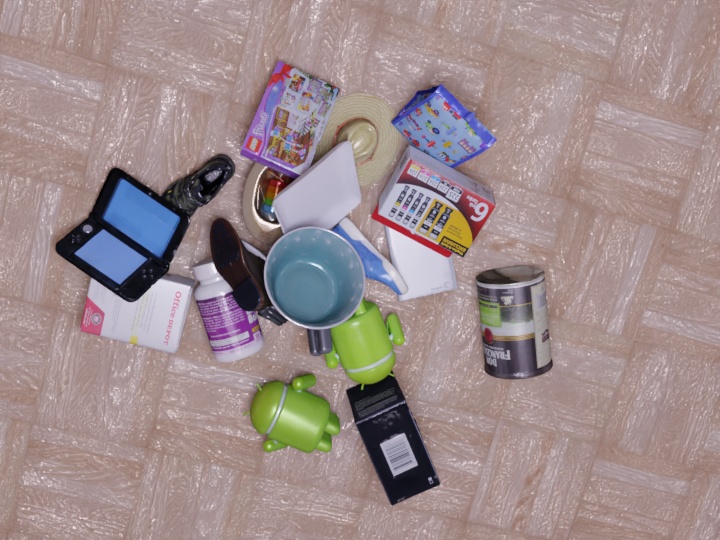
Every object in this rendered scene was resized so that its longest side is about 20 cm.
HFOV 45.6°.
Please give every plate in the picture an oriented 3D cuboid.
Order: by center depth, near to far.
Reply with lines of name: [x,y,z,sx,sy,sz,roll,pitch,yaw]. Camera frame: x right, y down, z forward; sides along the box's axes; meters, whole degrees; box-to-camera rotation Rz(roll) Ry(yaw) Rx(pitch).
plate: [-0.087,-0.140,1.675,0.199,0.201,0.032,-41,62,-16]

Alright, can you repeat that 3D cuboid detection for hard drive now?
hard drive: [0.124,-0.047,1.800,0.129,0.027,0.204,-12,103,-3]

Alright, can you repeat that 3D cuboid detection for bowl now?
bowl: [-0.097,0.028,1.664,0.197,0.105,0.205,5,71,-14]

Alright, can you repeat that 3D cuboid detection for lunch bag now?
lunch bag: [0.168,-0.280,1.658,0.150,0.200,0.094,43,78,-13]

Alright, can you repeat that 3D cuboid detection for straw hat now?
straw hat: [-0.007,-0.257,1.711,0.197,0.085,0.205,-1,102,-6]

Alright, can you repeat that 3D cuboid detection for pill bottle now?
pill bottle: [-0.272,0.074,1.740,0.110,0.112,0.203,-17,101,-2]

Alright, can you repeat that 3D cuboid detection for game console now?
game console: [-0.461,-0.070,1.660,0.198,0.176,0.117,32,137,8]

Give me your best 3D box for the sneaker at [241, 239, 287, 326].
sneaker: [-0.198,0.033,1.760,0.099,0.071,0.200,-44,107,-1]

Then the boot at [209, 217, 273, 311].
boot: [-0.230,-0.008,1.695,0.074,0.097,0.203,-29,75,20]

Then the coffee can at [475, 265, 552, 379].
coffee can: [0.322,0.107,1.792,0.144,0.146,0.204,-8,102,-4]

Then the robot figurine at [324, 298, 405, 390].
robot figurine: [0.003,0.146,1.783,0.173,0.116,0.203,-20,103,4]

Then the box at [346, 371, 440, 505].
box: [0.065,0.344,1.788,0.116,0.200,0.199,-23,103,-1]

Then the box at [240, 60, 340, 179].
box: [-0.136,-0.291,1.672,0.135,0.039,0.203,23,74,-8]

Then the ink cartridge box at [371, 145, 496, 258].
ink cartridge box: [0.141,-0.118,1.709,0.198,0.084,0.177,26,115,-9]

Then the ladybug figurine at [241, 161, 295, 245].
ladybug figurine: [-0.170,-0.151,1.724,0.134,0.072,0.203,18,99,-10]

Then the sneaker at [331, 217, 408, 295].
sneaker: [0.000,0.000,1.759,0.111,0.077,0.200,-44,89,1]

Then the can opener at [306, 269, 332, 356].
can opener: [-0.080,0.072,1.750,0.053,0.066,0.204,-18,74,38]

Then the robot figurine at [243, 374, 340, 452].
robot figurine: [-0.142,0.306,1.794,0.197,0.116,0.178,23,104,-10]

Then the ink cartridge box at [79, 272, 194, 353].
ink cartridge box: [-0.449,0.069,1.736,0.197,0.083,0.148,15,99,-8]

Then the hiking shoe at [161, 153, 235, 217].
hiking shoe: [-0.334,-0.155,1.692,0.200,0.101,0.076,-42,102,4]
